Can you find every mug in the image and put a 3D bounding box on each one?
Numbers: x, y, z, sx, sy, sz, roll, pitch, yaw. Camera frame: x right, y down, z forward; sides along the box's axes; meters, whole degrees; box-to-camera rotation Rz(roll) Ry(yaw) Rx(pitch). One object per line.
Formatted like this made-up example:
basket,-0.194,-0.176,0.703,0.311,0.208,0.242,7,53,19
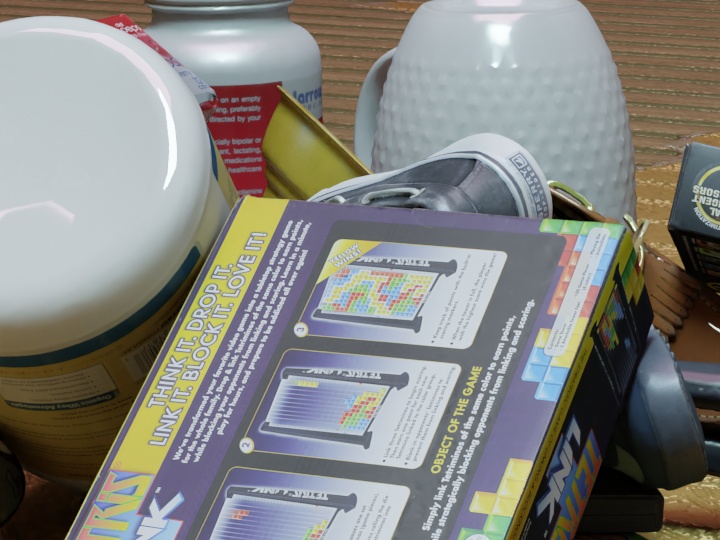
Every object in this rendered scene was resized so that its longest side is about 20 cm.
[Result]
mug,0.062,-0.062,1.473,0.147,0.177,0.200,-10,16,-35

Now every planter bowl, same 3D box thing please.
planter bowl,0.006,0.009,1.284,0.200,0.083,0.200,43,1,-1

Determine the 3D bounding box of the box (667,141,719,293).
box,0.236,-0.008,1.300,0.160,0.049,0.200,12,-7,11

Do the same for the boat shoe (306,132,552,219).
boat shoe,0.000,0.000,1.139,0.068,0.072,0.200,-30,5,-36

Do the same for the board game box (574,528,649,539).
board game box,0.046,0.108,1.069,0.095,0.030,0.200,-5,11,-27

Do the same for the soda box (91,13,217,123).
soda box,-0.148,-0.019,1.249,0.070,0.200,0.063,40,26,14

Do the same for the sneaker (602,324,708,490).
sneaker,0.074,0.053,1.072,0.082,0.071,0.200,-18,13,-11

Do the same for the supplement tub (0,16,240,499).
supplement tub,-0.113,0.004,1.102,0.144,0.145,0.200,2,-27,13

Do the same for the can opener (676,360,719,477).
can opener,0.204,0.071,1.087,0.199,0.064,0.079,17,18,18

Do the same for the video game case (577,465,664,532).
video game case,0.038,0.075,1.129,0.142,0.019,0.200,0,10,-6

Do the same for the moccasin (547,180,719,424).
moccasin,0.114,0.005,1.279,0.201,0.074,0.078,44,4,23

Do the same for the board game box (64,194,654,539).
board game box,-0.002,0.067,0.966,0.164,0.057,0.201,5,50,27

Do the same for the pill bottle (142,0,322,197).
pill bottle,-0.076,-0.074,1.480,0.111,0.201,0.112,-1,13,0

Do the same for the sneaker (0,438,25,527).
sneaker,-0.207,0.071,1.138,0.199,0.079,0.085,11,17,44
